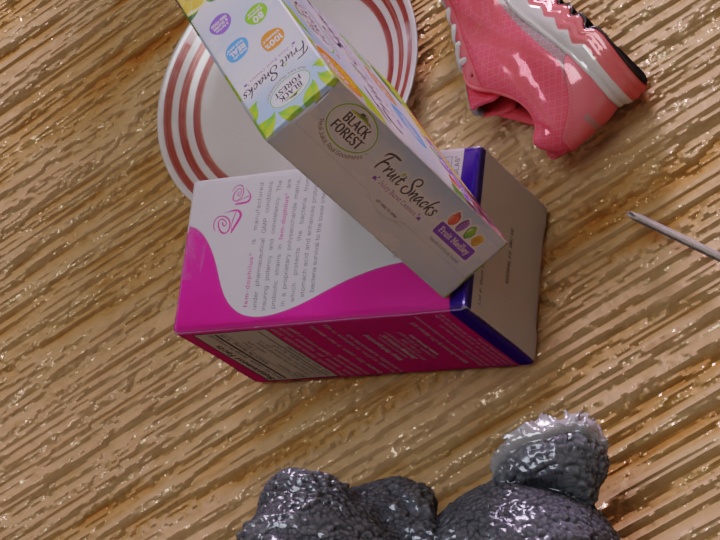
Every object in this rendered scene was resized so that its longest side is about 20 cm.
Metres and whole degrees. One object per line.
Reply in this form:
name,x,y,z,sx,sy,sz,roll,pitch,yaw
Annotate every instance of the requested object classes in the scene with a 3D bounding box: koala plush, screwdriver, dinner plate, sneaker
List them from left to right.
dinner plate,-0.046,-0.122,1.429,0.199,0.024,0.201,-13,64,28
koala plush,0.050,0.169,1.161,0.199,0.184,0.178,-10,64,15
sneaker,0.082,-0.142,1.326,0.087,0.074,0.200,-50,53,5
screwdriver,0.228,0.003,1.200,0.029,0.028,0.200,-35,47,-24

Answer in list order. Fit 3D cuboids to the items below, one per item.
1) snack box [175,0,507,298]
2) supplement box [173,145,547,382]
snack box,-0.012,-0.084,1.153,0.053,0.200,0.142,-40,52,8
supplement box,0.000,0.000,1.296,0.199,0.103,0.102,-4,67,29
